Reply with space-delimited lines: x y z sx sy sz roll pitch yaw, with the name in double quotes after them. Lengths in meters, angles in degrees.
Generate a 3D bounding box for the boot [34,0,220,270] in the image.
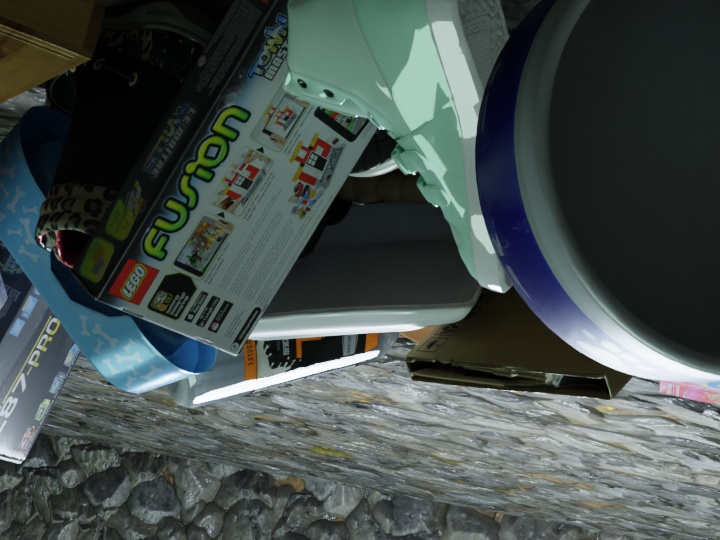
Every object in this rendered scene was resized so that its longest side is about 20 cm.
-0.159 -0.074 1.186 0.073 0.155 0.203 31 161 -27 "boot"

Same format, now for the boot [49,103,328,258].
-0.132 -0.090 1.329 0.199 0.066 0.165 22 150 38 "boot"

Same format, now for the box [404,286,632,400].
0.145 0.012 1.243 0.163 0.200 0.021 2 123 45 "box"

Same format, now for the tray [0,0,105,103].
-0.230 -0.133 1.136 0.098 0.037 0.200 19 165 -26 "tray"

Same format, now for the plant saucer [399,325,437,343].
0.110 0.009 1.370 0.198 0.033 0.201 0 -157 0 "plant saucer"

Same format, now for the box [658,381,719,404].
0.263 0.032 1.381 0.102 0.095 0.200 12 168 10 "box"

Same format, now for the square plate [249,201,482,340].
0.000 0.000 1.320 0.196 0.029 0.200 -5 -159 17 "square plate"

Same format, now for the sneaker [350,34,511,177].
0.069 -0.093 1.134 0.199 0.078 0.085 2 -176 44 "sneaker"

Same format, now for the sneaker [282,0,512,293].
0.026 -0.080 1.039 0.117 0.074 0.201 5 129 29 "sneaker"

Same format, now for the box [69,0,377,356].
-0.061 -0.059 1.088 0.110 0.201 0.035 25 -169 -42 "box"

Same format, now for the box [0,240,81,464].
-0.233 0.031 1.394 0.049 0.201 0.161 26 174 14 "box"

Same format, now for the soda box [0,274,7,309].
-0.272 -0.034 1.189 0.069 0.064 0.201 10 138 15 "soda box"

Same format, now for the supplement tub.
-0.055 0.021 1.467 0.199 0.124 0.122 -14 176 -18 "supplement tub"

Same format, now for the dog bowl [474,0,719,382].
0.154 -0.051 0.879 0.199 0.202 0.079 16 170 -15 "dog bowl"

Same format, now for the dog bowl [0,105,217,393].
-0.170 -0.008 1.271 0.049 0.201 0.112 -32 -171 20 "dog bowl"

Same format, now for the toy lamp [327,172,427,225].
0.028 -0.055 1.330 0.199 0.059 0.058 6 166 29 "toy lamp"
